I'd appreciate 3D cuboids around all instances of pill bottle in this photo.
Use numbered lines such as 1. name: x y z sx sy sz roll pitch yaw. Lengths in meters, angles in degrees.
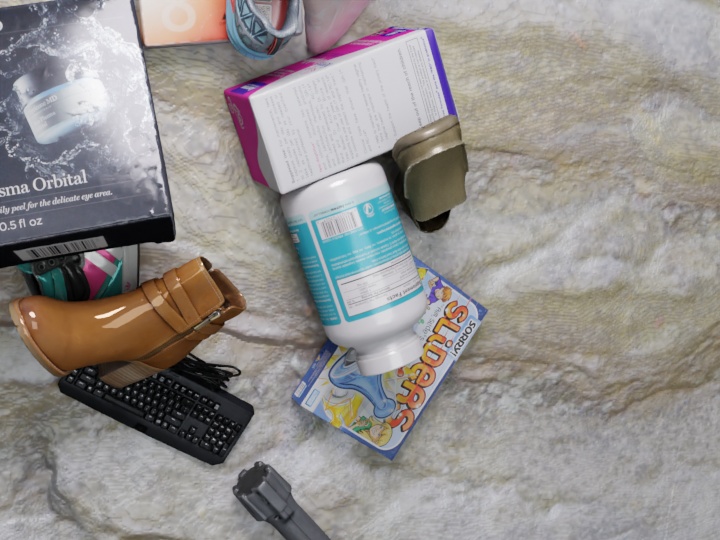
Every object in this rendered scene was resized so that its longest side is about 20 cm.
1. pill bottle: 0.000 0.000 1.151 0.110 0.111 0.202 -21 97 -17

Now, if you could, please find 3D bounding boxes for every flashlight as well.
1. flashlight: -0.061 0.290 1.248 0.067 0.068 0.200 -31 112 23

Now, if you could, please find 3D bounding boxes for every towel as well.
1. towel: 0.009 -0.307 1.072 0.032 0.200 0.191 38 83 5

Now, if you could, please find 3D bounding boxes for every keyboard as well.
1. keyboard: -0.197 0.123 1.163 0.199 0.040 0.105 30 90 -27

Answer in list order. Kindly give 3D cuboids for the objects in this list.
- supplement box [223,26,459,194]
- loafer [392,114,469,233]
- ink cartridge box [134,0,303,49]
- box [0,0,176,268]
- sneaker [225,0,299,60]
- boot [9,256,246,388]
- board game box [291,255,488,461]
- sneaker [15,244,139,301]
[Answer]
1. supplement box: -0.020 -0.162 1.137 0.199 0.101 0.104 -25 110 -16
2. loafer: 0.075 -0.093 1.142 0.076 0.200 0.068 -26 77 -4
3. ink cartridge box: -0.139 -0.317 1.080 0.161 0.050 0.202 -9 109 -21
4. box: -0.272 -0.115 0.984 0.195 0.117 0.202 -11 83 -10
5. sneaker: -0.080 -0.296 1.038 0.079 0.095 0.202 -9 98 -22
6. boot: -0.203 0.039 1.031 0.154 0.077 0.200 -30 148 12
7. board game box: 0.034 0.090 1.254 0.135 0.034 0.201 33 88 -25
8. sneaker: -0.275 -0.039 1.072 0.120 0.083 0.202 -6 106 -31
